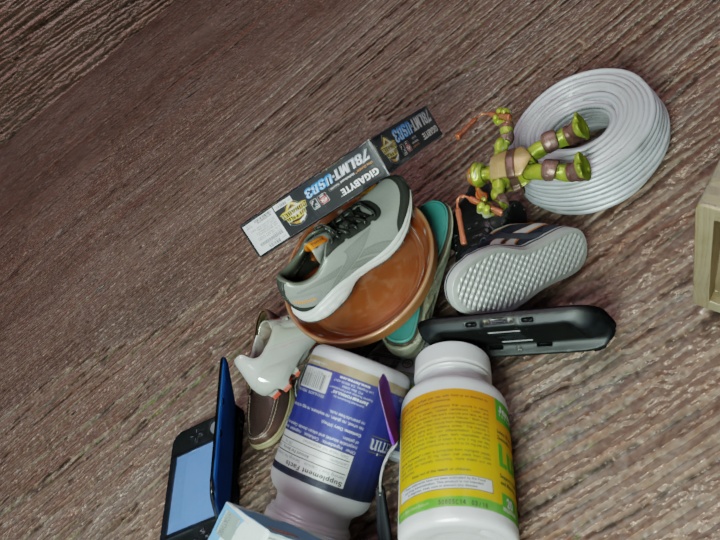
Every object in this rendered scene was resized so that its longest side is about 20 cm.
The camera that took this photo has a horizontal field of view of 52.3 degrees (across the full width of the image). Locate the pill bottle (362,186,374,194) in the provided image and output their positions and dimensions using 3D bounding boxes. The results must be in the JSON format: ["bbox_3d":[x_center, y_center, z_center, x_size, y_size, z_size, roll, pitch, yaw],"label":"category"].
[{"bbox_3d":[0.014,-0.054,1.015,0.109,0.109,0.201,-34,39,10],"label":"pill bottle"}]

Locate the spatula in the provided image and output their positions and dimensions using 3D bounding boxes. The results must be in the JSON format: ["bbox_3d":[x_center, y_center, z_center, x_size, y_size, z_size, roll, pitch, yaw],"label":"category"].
[{"bbox_3d":[0.026,0.202,0.728,0.020,0.202,0.057,3,11,8],"label":"spatula"}]

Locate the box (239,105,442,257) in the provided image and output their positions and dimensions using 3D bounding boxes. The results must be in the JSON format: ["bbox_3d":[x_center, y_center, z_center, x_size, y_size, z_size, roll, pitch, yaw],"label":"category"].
[{"bbox_3d":[-0.018,-0.109,0.862,0.197,0.050,0.200,-27,10,30],"label":"box"}]

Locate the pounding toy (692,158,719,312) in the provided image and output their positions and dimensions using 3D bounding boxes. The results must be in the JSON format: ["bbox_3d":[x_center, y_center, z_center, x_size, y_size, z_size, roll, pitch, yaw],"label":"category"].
[{"bbox_3d":[0.383,-0.034,0.641,0.183,0.200,0.143,22,68,34],"label":"pounding toy"}]

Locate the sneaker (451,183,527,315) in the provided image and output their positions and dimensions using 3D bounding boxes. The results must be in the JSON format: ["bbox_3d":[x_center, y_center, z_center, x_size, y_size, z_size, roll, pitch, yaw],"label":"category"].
[{"bbox_3d":[0.142,-0.029,0.926,0.104,0.060,0.201,3,56,49],"label":"sneaker"}]

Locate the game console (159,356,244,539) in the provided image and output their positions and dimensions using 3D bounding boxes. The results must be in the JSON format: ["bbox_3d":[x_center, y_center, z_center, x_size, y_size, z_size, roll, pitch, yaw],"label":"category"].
[{"bbox_3d":[-0.208,0.240,0.915,0.170,0.118,0.201,-26,40,18],"label":"game console"}]

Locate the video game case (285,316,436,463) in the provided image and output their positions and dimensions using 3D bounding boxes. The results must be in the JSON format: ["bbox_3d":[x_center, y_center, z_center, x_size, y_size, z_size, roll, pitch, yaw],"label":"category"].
[{"bbox_3d":[0.019,0.132,0.903,0.199,0.022,0.183,4,56,42],"label":"video game case"}]

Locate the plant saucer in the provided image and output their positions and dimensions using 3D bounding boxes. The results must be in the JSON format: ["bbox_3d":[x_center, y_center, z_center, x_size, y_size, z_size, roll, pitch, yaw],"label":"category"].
[{"bbox_3d":[0.000,0.000,0.876,0.198,0.032,0.202,-15,55,23],"label":"plant saucer"}]

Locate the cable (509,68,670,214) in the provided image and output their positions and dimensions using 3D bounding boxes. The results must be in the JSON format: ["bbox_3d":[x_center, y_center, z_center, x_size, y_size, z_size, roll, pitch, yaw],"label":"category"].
[{"bbox_3d":[0.284,-0.164,0.921,0.200,0.069,0.200,-42,38,0],"label":"cable"}]

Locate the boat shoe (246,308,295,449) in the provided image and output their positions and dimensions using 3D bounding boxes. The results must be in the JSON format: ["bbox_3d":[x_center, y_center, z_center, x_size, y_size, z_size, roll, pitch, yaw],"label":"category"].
[{"bbox_3d":[-0.130,0.138,0.983,0.072,0.072,0.201,-19,44,27],"label":"boat shoe"}]

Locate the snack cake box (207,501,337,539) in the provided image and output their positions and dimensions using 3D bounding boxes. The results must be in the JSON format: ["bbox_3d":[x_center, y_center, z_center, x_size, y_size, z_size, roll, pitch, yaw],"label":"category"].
[{"bbox_3d":[-0.058,0.294,0.653,0.067,0.200,0.116,12,71,46],"label":"snack cake box"}]

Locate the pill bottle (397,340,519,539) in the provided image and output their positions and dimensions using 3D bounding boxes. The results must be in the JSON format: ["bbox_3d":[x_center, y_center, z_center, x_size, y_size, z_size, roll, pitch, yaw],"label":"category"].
[{"bbox_3d":[0.093,0.175,0.723,0.110,0.111,0.201,-20,43,25],"label":"pill bottle"}]

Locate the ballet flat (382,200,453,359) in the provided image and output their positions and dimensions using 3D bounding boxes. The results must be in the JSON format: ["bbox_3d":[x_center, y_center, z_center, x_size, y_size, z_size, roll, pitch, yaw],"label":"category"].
[{"bbox_3d":[0.069,0.012,0.893,0.067,0.062,0.202,11,69,23],"label":"ballet flat"}]

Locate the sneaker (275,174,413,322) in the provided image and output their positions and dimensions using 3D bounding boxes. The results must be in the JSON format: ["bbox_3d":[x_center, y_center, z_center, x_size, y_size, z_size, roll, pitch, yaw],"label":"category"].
[{"bbox_3d":[-0.015,-0.033,0.834,0.200,0.079,0.074,-49,48,-7],"label":"sneaker"}]

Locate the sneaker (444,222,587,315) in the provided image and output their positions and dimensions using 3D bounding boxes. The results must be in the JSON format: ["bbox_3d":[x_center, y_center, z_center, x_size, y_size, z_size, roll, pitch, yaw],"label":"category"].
[{"bbox_3d":[0.160,-0.003,0.826,0.198,0.079,0.079,-16,18,-31],"label":"sneaker"}]

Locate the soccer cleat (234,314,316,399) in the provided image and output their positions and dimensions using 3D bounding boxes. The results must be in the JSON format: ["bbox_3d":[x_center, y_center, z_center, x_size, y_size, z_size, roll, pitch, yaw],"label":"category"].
[{"bbox_3d":[-0.089,0.080,0.959,0.069,0.078,0.200,-39,10,41],"label":"soccer cleat"}]

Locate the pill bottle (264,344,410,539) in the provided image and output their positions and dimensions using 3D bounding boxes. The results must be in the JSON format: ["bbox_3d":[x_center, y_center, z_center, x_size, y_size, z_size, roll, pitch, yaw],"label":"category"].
[{"bbox_3d":[-0.029,0.191,0.786,0.115,0.115,0.202,10,77,45],"label":"pill bottle"}]

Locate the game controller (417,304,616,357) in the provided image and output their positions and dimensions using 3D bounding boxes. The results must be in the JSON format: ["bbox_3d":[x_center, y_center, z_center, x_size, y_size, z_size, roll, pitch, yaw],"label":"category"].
[{"bbox_3d":[0.162,0.062,0.772,0.198,0.104,0.043,-8,61,29],"label":"game controller"}]

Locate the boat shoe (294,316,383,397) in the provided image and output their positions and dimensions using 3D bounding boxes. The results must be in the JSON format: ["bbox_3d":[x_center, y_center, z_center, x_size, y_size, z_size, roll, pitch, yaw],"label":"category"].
[{"bbox_3d":[-0.010,0.083,0.892,0.068,0.057,0.201,34,82,7],"label":"boat shoe"}]

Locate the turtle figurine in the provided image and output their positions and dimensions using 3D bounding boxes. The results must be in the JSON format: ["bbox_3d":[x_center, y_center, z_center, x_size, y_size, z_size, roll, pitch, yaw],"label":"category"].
[{"bbox_3d":[0.187,-0.116,0.864,0.160,0.064,0.202,-10,51,34],"label":"turtle figurine"}]
